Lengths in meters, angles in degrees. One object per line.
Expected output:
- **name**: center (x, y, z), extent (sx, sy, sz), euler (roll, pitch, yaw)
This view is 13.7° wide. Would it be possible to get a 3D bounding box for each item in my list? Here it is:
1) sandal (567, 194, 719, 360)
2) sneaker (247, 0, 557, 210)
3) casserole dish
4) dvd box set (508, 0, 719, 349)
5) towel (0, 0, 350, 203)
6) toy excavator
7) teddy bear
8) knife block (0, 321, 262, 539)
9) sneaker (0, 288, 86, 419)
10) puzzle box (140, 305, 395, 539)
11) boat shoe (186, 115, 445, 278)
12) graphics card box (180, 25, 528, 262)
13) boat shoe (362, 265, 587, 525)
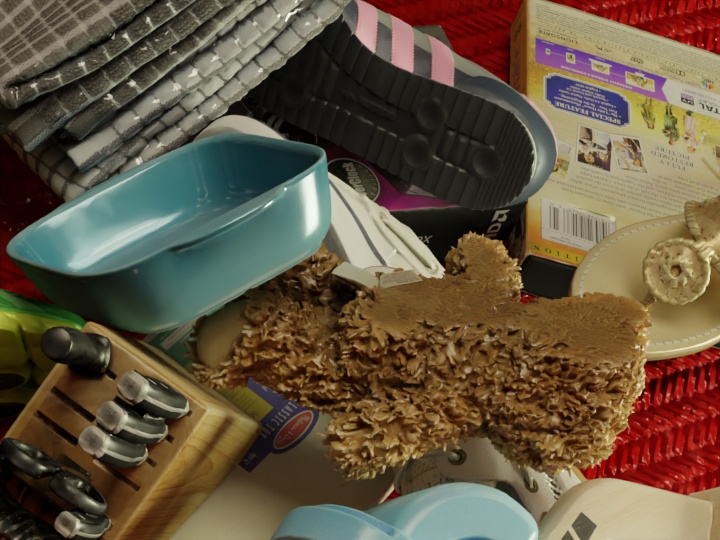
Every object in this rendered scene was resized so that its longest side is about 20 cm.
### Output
- **sandal**: center (0.194, -0.019, 1.498), extent (0.211, 0.070, 0.078), euler (-14, 58, -37)
- **sneaker**: center (0.008, -0.092, 1.470), extent (0.200, 0.070, 0.082), euler (35, 17, 14)
- **casserole dish**: center (-0.079, -0.014, 1.285), extent (0.121, 0.200, 0.039), euler (-28, 105, -17)
- **dvd box set**: center (0.149, -0.051, 1.579), extent (0.145, 0.029, 0.201), euler (15, 44, -13)
- **towel**: center (-0.111, -0.146, 1.418), extent (0.200, 0.086, 0.166), euler (-38, 46, -3)
- **toy excavator**: center (0.063, 0.133, 1.272), extent (0.194, 0.100, 0.200), euler (40, 66, -13)
- **teddy bear**: center (0.023, 0.038, 1.288), extent (0.199, 0.067, 0.145), euler (3, 33, -5)
- **knife block**: center (-0.093, 0.058, 1.224), extent (0.064, 0.176, 0.200), euler (36, 44, 8)
- **sneaker**: center (-0.208, 0.008, 1.326), extent (0.199, 0.074, 0.084), euler (14, 49, -12)
- **puzzle box**: center (-0.074, 0.099, 1.340), extent (0.133, 0.025, 0.200), euler (36, 44, 10)
- **boat shoe**: center (0.000, 0.000, 1.408), extent (0.200, 0.072, 0.066), euler (44, 36, -7)
- **graphics card box**: center (-0.029, -0.059, 1.491), extent (0.199, 0.051, 0.126), euler (-3, 51, -29)
- **boat shoe**: center (0.048, 0.088, 1.344), extent (0.200, 0.071, 0.069), euler (51, 41, 3)
